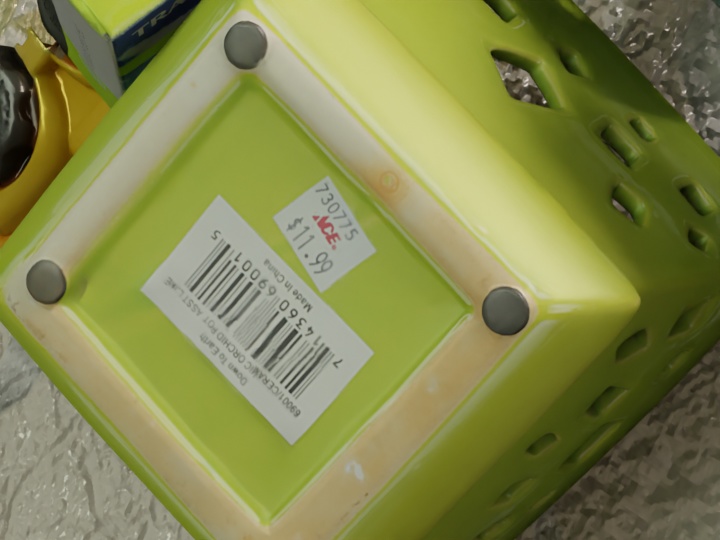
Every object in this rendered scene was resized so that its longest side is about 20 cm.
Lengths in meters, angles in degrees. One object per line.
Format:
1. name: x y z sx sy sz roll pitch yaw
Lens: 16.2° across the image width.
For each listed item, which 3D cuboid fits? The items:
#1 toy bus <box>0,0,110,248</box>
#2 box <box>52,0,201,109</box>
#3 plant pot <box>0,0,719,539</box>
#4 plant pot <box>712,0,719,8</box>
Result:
1. toy bus: -0.064 -0.043 1.063 0.200 0.136 0.192 -45 65 25
2. box: -0.051 -0.117 0.881 0.122 0.200 0.048 -39 87 -6
3. plant pot: 0.000 0.000 0.874 0.200 0.181 0.199 47 112 10
4. plant pot: 0.129 -0.208 0.874 0.200 0.200 0.196 49 119 43
